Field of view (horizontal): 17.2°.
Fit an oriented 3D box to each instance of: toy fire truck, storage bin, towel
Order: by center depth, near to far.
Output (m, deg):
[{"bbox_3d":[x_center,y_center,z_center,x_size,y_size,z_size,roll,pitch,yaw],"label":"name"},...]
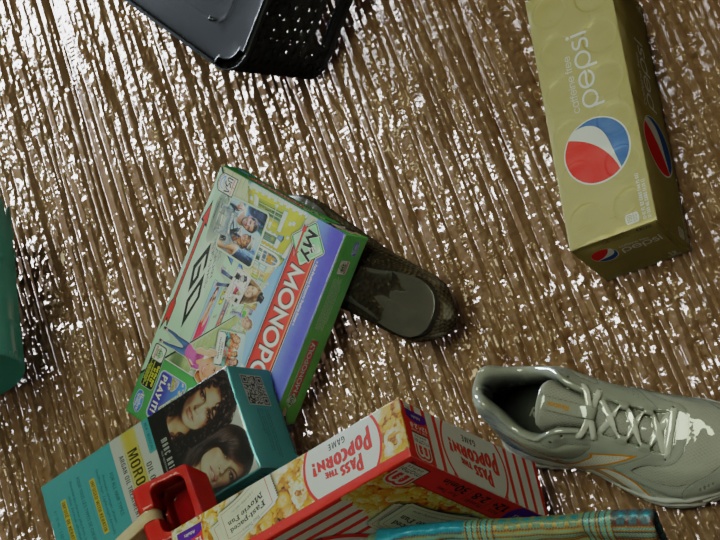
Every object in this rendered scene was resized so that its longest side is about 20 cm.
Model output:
[{"bbox_3d":[0.114,0.214,1.512,0.199,0.147,0.022,-7,33,29],"label":"towel"},{"bbox_3d":[-0.158,0.222,1.668,0.200,0.141,0.049,-35,57,15],"label":"toy fire truck"},{"bbox_3d":[-0.101,-0.246,1.827,0.200,0.093,0.136,37,113,36],"label":"storage bin"}]

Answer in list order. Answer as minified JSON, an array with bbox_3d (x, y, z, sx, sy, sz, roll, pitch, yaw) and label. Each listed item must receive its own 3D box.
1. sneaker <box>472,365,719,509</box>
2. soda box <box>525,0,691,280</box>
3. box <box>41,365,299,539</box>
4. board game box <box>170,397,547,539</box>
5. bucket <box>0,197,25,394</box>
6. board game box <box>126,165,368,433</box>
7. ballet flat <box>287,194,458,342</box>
[{"bbox_3d":[0.159,0.103,1.550,0.199,0.092,0.076,5,75,33],"label":"sneaker"},{"bbox_3d":[0.170,-0.101,1.644,0.067,0.064,0.201,-20,62,24],"label":"soda box"},{"bbox_3d":[-0.138,0.150,1.713,0.200,0.049,0.083,-34,65,30],"label":"box"},{"bbox_3d":[-0.001,0.167,1.570,0.200,0.151,0.047,-32,52,28],"label":"board game box"},{"bbox_3d":[-0.356,0.031,1.834,0.206,0.207,0.136,-21,72,23],"label":"bucket"},{"bbox_3d":[-0.085,0.041,1.737,0.134,0.029,0.201,29,101,38],"label":"board game box"},{"bbox_3d":[0.000,0.000,1.726,0.200,0.046,0.068,28,103,42],"label":"ballet flat"}]
